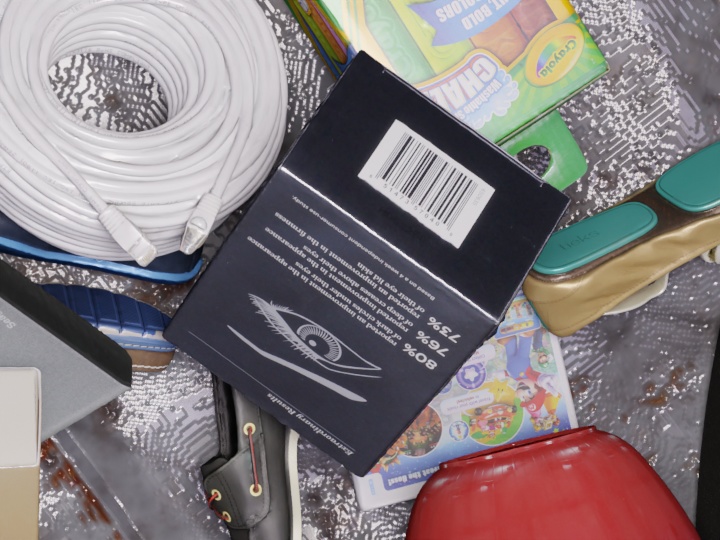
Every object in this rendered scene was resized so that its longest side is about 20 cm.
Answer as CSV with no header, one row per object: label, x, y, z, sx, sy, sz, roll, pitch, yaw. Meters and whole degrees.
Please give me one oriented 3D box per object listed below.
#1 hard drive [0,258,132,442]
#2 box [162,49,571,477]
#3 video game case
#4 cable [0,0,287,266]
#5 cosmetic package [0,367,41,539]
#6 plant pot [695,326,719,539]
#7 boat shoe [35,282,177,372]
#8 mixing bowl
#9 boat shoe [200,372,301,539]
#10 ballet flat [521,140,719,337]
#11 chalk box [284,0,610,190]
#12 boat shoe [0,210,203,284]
hard drive,-0.247,0.066,1.643,0.200,0.033,0.139,-31,130,26
box,0.000,0.000,1.623,0.148,0.200,0.104,36,53,-3
video game case,0.045,0.032,1.762,0.143,0.018,0.201,-14,97,-7
cable,-0.139,-0.104,1.658,0.200,0.069,0.200,37,57,3
cosmetic package,-0.232,0.143,1.648,0.105,0.071,0.200,-1,139,-6
plant pot,0.298,0.152,1.730,0.199,0.200,0.178,16,106,-9
boat shoe,-0.205,0.048,1.709,0.199,0.072,0.073,6,106,-6
mixing bowl,0.103,0.154,1.698,0.199,0.200,0.109,-14,88,-6
boat shoe,-0.066,0.123,1.726,0.063,0.074,0.202,1,88,-15
ballet flat,0.186,-0.022,1.759,0.199,0.069,0.063,-25,124,-10
chalk box,0.056,-0.125,1.685,0.125,0.124,0.200,-34,93,-6
boat shoe,-0.188,-0.041,1.703,0.199,0.084,0.069,13,86,-25
